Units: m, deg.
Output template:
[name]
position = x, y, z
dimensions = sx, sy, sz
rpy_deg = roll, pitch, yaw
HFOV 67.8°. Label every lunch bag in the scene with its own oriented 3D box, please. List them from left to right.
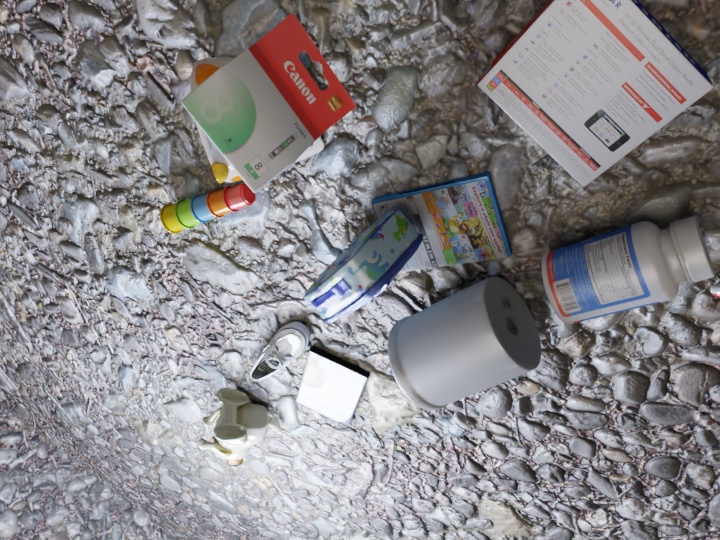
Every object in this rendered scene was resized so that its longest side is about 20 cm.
[lunch bag]
position = 0.000, 0.000, 0.862
dimensions = 0.083, 0.161, 0.200
rpy_deg = 47, 144, -4

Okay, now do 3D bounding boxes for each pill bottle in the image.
[pill bottle]
position = 0.367, -0.002, 0.744
dimensions = 0.199, 0.113, 0.113
rpy_deg = -20, 115, 34

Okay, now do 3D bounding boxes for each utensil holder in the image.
[utensil holder]
position = 0.173, 0.124, 0.892
dimensions = 0.199, 0.170, 0.170
rpy_deg = -31, 109, 37

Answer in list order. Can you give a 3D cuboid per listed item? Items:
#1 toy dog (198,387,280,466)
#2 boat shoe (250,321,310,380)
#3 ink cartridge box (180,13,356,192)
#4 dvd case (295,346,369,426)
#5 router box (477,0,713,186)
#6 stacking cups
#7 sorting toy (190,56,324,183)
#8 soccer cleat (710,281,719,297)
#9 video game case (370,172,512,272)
[toy dog]
position = -0.318, 0.412, 1.377
dimensions = 0.192, 0.141, 0.201
rpy_deg = 5, 137, -28
[boat shoe]
position = -0.176, 0.186, 1.166
dimensions = 0.073, 0.067, 0.200
rpy_deg = 37, 131, -6
[ink cartridge box]
position = -0.126, -0.236, 0.766
dimensions = 0.199, 0.050, 0.161
rpy_deg = -36, 111, 8
[dvd case]
position = -0.068, 0.266, 1.209
dimensions = 0.141, 0.018, 0.201
rpy_deg = 23, 131, 6
[router box]
position = 0.277, -0.231, 0.652
dimensions = 0.200, 0.049, 0.179
rpy_deg = 41, 131, -8
[stacking cups]
position = -0.281, -0.114, 0.991
dimensions = 0.198, 0.061, 0.061
rpy_deg = -9, 121, 29
[sorting toy]
position = -0.153, -0.231, 0.837
dimensions = 0.178, 0.107, 0.202
rpy_deg = -9, 123, 7
[soccer cleat]
position = 0.559, -0.009, 0.686
dimensions = 0.199, 0.068, 0.086
rpy_deg = -17, 92, 43
[video game case]
position = 0.129, -0.071, 0.864
dimensions = 0.198, 0.018, 0.144
rpy_deg = -8, 120, 30
